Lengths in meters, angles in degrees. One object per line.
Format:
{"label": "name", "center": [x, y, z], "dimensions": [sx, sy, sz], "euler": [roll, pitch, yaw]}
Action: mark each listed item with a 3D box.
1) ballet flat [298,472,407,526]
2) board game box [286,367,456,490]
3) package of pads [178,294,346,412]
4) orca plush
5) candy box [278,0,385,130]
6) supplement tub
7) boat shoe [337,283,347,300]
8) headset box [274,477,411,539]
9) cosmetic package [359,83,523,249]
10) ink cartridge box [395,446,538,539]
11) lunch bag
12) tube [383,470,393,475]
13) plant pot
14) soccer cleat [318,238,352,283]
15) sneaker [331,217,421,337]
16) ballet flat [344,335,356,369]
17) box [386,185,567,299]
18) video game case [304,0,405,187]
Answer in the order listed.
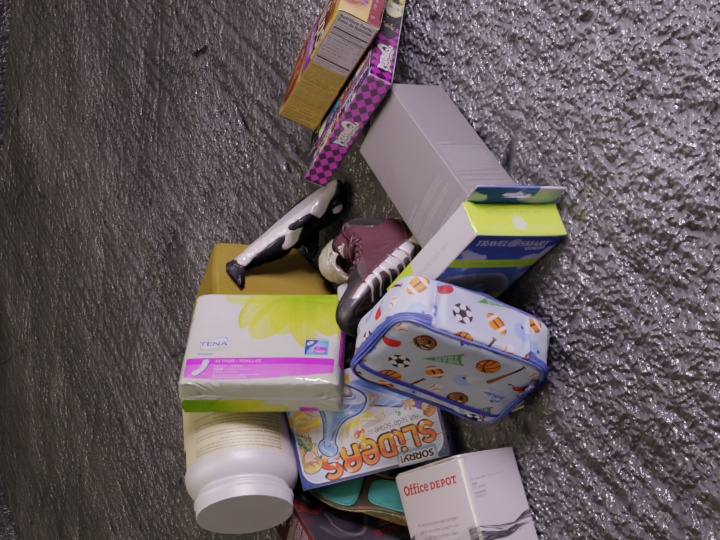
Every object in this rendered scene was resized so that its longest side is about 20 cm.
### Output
{"label": "ballet flat", "center": [0.013, 0.287, 1.299], "dimensions": [0.199, 0.071, 0.071], "euler": [10, 106, 25]}
{"label": "board game box", "center": [0.008, 0.187, 1.265], "dimensions": [0.199, 0.034, 0.136], "euler": [-18, 78, 16]}
{"label": "package of pads", "center": [-0.118, 0.099, 1.254], "dimensions": [0.155, 0.198, 0.068], "euler": [-87, -5, -46]}
{"label": "orca plush", "center": [-0.089, -0.038, 1.403], "dimensions": [0.071, 0.200, 0.105], "euler": [51, 167, -15]}
{"label": "candy box", "center": [-0.031, -0.278, 1.226], "dimensions": [0.200, 0.056, 0.117], "euler": [-48, 24, 51]}
{"label": "supplement tub", "center": [-0.157, 0.222, 1.306], "dimensions": [0.145, 0.144, 0.201], "euler": [125, 145, -46]}
{"label": "boat shoe", "center": [0.050, 0.068, 1.220], "dimensions": [0.199, 0.071, 0.064], "euler": [21, 117, 35]}
{"label": "headset box", "center": [-0.024, 0.338, 1.347], "dimensions": [0.200, 0.148, 0.075], "euler": [49, 135, 44]}
{"label": "cosmetic package", "center": [0.087, -0.114, 1.158], "dimensions": [0.201, 0.090, 0.107], "euler": [63, 142, 34]}
{"label": "ink cartridge box", "center": [0.130, 0.315, 1.156], "dimensions": [0.146, 0.084, 0.201], "euler": [-32, 68, 55]}
{"label": "lunch bag", "center": [0.097, 0.092, 1.082], "dimensions": [0.160, 0.199, 0.076], "euler": [-51, 21, 47]}
{"label": "tube", "center": [0.036, 0.169, 1.324], "dimensions": [0.058, 0.052, 0.201], "euler": [12, 103, 18]}
{"label": "plant pot", "center": [-0.152, 0.071, 1.486], "dimensions": [0.200, 0.199, 0.177], "euler": [117, 147, -41]}
{"label": "soccer cleat", "center": [-0.013, -0.015, 1.338], "dimensions": [0.200, 0.077, 0.070], "euler": [0, 95, 58]}
{"label": "sneaker", "center": [0.000, 0.000, 1.193], "dimensions": [0.115, 0.200, 0.076], "euler": [18, 130, 27]}
{"label": "ballet flat", "center": [-0.019, 0.134, 1.340], "dimensions": [0.057, 0.066, 0.201], "euler": [13, 86, 45]}
{"label": "box", "center": [0.126, -0.016, 1.074], "dimensions": [0.200, 0.121, 0.048], "euler": [-50, 50, 49]}
{"label": "video game case", "center": [-0.007, -0.232, 1.257], "dimensions": [0.200, 0.036, 0.182], "euler": [128, 158, -47]}
